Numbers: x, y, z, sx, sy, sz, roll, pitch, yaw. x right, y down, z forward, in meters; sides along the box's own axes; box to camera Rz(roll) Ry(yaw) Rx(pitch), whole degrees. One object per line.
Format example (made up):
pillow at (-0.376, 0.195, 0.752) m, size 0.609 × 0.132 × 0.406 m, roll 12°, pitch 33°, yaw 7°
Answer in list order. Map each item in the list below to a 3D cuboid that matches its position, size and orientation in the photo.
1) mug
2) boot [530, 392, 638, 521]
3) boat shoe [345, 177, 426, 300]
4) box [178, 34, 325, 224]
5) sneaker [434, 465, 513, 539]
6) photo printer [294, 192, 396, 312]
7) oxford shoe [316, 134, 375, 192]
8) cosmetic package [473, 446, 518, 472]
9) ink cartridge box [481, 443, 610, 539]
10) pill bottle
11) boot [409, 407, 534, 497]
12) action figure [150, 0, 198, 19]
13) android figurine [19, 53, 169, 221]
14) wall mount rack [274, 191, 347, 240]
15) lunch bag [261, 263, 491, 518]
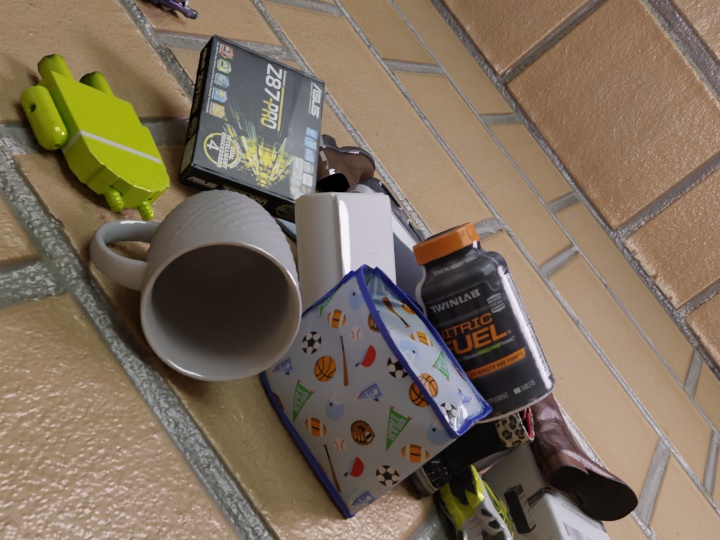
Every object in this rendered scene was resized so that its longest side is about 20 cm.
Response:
mug at (-0.160, -0.005, 1.112) m, size 0.198 × 0.149 × 0.176 m, roll 12°, pitch 24°, yaw -14°
boot at (0.270, 0.219, 1.519) m, size 0.186 × 0.064 × 0.200 m, roll 38°, pitch 18°, yaw -36°
boat shoe at (0.054, -0.035, 1.497) m, size 0.200 × 0.070 × 0.066 m, roll 51°, pitch 44°, yaw -5°
box at (-0.129, -0.171, 1.405) m, size 0.160 × 0.049 × 0.201 m, roll 21°, pitch 55°, yaw -25°
sneaker at (0.151, 0.305, 1.321) m, size 0.084 × 0.074 × 0.201 m, roll 36°, pitch 25°, yaw -36°
photo printer at (-0.013, 0.008, 1.373) m, size 0.166 × 0.069 × 0.202 m, roll -6°, pitch 93°, yaw -65°
oxford shoe at (-0.033, -0.141, 1.715) m, size 0.200 × 0.072 × 0.085 m, roll 4°, pitch 67°, yaw -61°
cosmetic package at (0.126, 0.162, 1.516) m, size 0.201 × 0.071 × 0.101 m, roll 58°, pitch 21°, yaw 16°
ink cartridge box at (0.249, 0.337, 1.464) m, size 0.144 × 0.084 × 0.201 m, roll 36°, pitch 26°, yaw -36°
pill bottle at (0.124, 0.052, 1.234) m, size 0.201 × 0.106 × 0.106 m, roll 67°, pitch 20°, yaw -2°
boot at (0.125, 0.166, 1.376) m, size 0.074 × 0.153 × 0.204 m, roll 53°, pitch 19°, yaw -27°
action figure at (-0.291, -0.442, 1.605) m, size 0.194 × 0.105 × 0.200 m, roll 50°, pitch 16°, yaw 25°
android figurine at (-0.271, -0.136, 1.211) m, size 0.182 × 0.041 × 0.201 m, roll 16°, pitch 40°, yaw -59°
wall mount rack at (-0.087, -0.074, 1.467) m, size 0.200 × 0.074 × 0.174 m, roll 42°, pitch 54°, yaw -22°
lunch bag at (0.007, 0.117, 1.190) m, size 0.200 × 0.170 × 0.124 m, roll 52°, pitch 25°, yaw 9°
